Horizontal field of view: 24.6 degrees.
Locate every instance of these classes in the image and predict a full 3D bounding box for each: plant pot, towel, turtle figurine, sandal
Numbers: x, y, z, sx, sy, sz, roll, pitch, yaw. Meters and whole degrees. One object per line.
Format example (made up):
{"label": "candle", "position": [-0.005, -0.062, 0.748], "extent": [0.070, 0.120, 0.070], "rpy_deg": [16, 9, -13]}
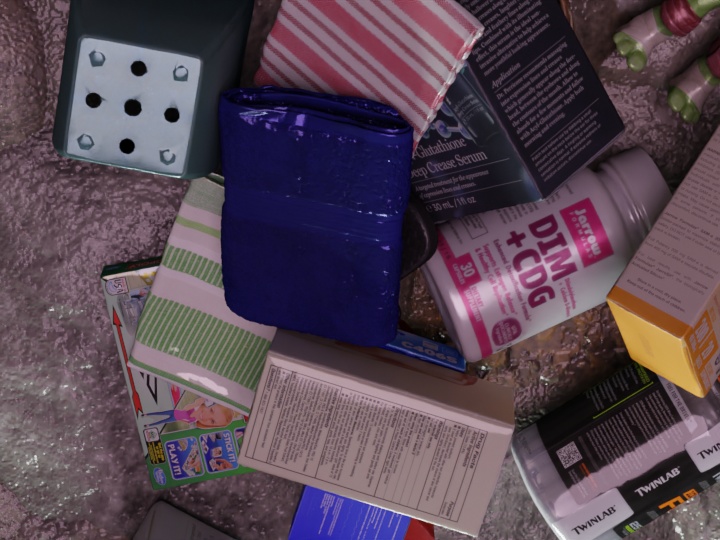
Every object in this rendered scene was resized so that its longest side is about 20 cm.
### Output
{"label": "plant pot", "position": [-0.161, -0.147, 1.236], "extent": [0.140, 0.200, 0.143], "rpy_deg": [10, 109, -4]}
{"label": "towel", "position": [-0.095, 0.028, 1.334], "extent": [0.151, 0.023, 0.201], "rpy_deg": [23, 123, -5]}
{"label": "towel", "position": [0.003, -0.159, 1.200], "extent": [0.146, 0.030, 0.201], "rpy_deg": [42, 142, 10]}
{"label": "turtle figurine", "position": [0.297, -0.189, 1.248], "extent": [0.143, 0.202, 0.194], "rpy_deg": [15, 138, -43]}
{"label": "towel", "position": [-0.033, -0.042, 1.238], "extent": [0.146, 0.050, 0.202], "rpy_deg": [13, 127, 12]}
{"label": "sandal", "position": [0.000, 0.000, 1.337], "extent": [0.199, 0.045, 0.076], "rpy_deg": [-33, 84, 42]}

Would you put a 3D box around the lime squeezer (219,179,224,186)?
{"label": "lime squeezer", "position": [-0.053, -0.154, 1.308], "extent": [0.070, 0.038, 0.202], "rpy_deg": [15, 90, 8]}

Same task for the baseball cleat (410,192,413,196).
{"label": "baseball cleat", "position": [-0.021, -0.063, 1.337], "extent": [0.199, 0.070, 0.107], "rpy_deg": [-30, 107, 9]}

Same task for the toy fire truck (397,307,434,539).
{"label": "toy fire truck", "position": [0.027, 0.132, 1.417], "extent": [0.141, 0.049, 0.200], "rpy_deg": [-40, 104, 13]}

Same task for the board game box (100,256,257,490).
{"label": "board game box", "position": [-0.134, 0.081, 1.406], "extent": [0.133, 0.029, 0.202], "rpy_deg": [-11, 109, 3]}

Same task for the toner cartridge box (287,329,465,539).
{"label": "toner cartridge box", "position": [0.012, 0.148, 1.374], "extent": [0.094, 0.043, 0.202], "rpy_deg": [18, 109, -3]}

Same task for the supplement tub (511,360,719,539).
{"label": "supplement tub", "position": [0.238, 0.143, 1.387], "extent": [0.199, 0.123, 0.123], "rpy_deg": [-32, 107, 10]}

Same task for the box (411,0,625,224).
{"label": "box", "position": [0.079, -0.153, 1.246], "extent": [0.107, 0.148, 0.201], "rpy_deg": [-39, 105, -30]}

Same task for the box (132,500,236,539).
{"label": "box", "position": [-0.157, 0.351, 1.408], "extent": [0.170, 0.200, 0.200], "rpy_deg": [29, 107, -9]}

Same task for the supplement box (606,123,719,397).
{"label": "supplement box", "position": [0.280, -0.019, 1.266], "extent": [0.073, 0.126, 0.201], "rpy_deg": [29, 79, 28]}

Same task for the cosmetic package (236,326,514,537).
{"label": "cosmetic package", "position": [0.014, 0.121, 1.295], "extent": [0.198, 0.087, 0.104], "rpy_deg": [18, 108, 0]}

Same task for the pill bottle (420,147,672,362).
{"label": "pill bottle", "position": [0.153, -0.016, 1.328], "extent": [0.198, 0.113, 0.114], "rpy_deg": [-25, 108, -2]}

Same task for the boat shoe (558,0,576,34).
{"label": "boat shoe", "position": [0.124, -0.239, 1.277], "extent": [0.075, 0.074, 0.201], "rpy_deg": [-22, 108, 6]}
